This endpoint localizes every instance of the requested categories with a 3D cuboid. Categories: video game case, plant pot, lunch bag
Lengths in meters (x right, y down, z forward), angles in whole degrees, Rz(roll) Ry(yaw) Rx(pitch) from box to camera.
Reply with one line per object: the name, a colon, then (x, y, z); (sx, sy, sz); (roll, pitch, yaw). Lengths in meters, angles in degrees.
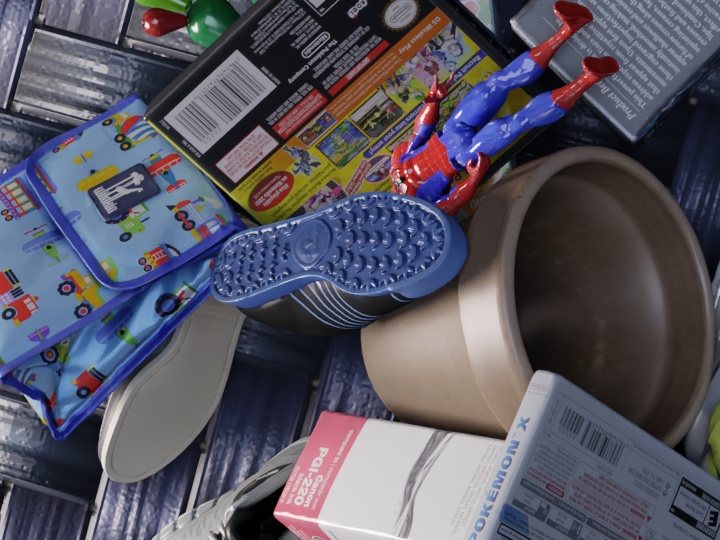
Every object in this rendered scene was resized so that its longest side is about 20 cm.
video game case: (-0.006, -0.101, 1.511); (0.181, 0.026, 0.200); (42, 117, -15)
plant pot: (0.097, 0.033, 1.516); (0.175, 0.200, 0.200); (-12, 90, 46)
video game case: (0.132, 0.179, 1.406); (0.022, 0.200, 0.182); (13, 75, 47)
lunch bag: (-0.171, -0.015, 1.579); (0.200, 0.094, 0.151); (-38, 52, -4)

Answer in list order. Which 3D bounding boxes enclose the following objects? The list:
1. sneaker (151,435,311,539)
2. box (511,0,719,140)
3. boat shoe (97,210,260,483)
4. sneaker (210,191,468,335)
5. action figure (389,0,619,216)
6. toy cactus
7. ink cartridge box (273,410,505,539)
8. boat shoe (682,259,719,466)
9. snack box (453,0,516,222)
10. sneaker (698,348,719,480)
sneaker: (-0.092, 0.183, 1.580); (0.200, 0.115, 0.075); (-43, 87, 6)
box: (0.203, -0.185, 1.512); (0.107, 0.148, 0.200); (45, 96, 4)
boat shoe: (-0.127, 0.047, 1.620); (0.063, 0.073, 0.200); (36, 104, 47)
sneaker: (0.000, 0.000, 1.484); (0.200, 0.078, 0.070); (-6, 67, 44)
action figure: (0.066, -0.083, 1.452); (0.200, 0.052, 0.065); (-42, 67, 35)
toy cactus: (-0.051, -0.163, 1.535); (0.200, 0.102, 0.165); (-7, 100, 9)
ink cartridge box: (0.068, 0.167, 1.496); (0.200, 0.146, 0.085); (4, 58, 44)
boat shoe: (0.249, 0.031, 1.568); (0.065, 0.074, 0.200); (30, 102, 36)
snack box: (0.025, -0.123, 1.589); (0.142, 0.053, 0.200); (-6, 91, 9)
sneaker: (0.270, 0.122, 1.509); (0.076, 0.105, 0.200); (-27, 129, -29)
